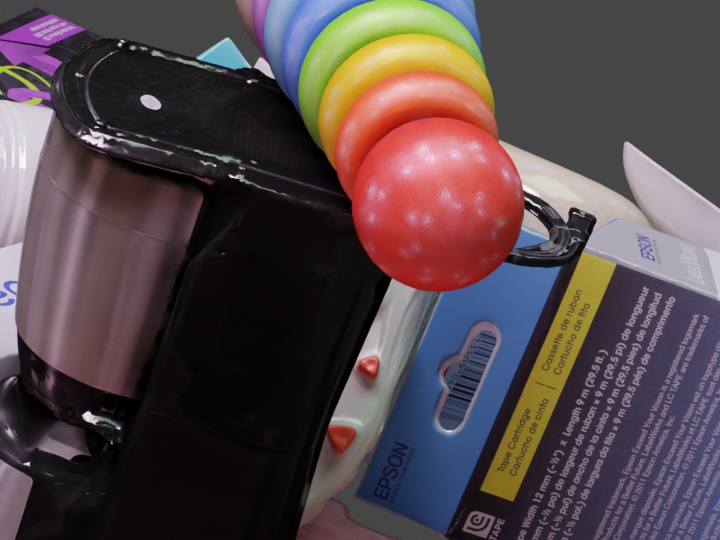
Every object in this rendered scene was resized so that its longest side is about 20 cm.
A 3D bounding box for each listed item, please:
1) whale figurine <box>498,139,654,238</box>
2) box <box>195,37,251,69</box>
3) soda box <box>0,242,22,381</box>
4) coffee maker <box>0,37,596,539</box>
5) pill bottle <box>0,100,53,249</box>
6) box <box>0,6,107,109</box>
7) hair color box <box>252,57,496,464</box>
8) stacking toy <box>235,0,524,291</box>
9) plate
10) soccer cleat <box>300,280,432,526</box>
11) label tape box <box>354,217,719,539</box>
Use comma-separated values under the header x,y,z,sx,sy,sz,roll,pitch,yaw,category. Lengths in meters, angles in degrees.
x,y,z,sx,sy,sz,roll,pitch,yaw,category
0.096,0.010,1.398,0.159,0.104,0.200,26,-4,40,whale figurine
-0.071,-0.032,1.178,0.082,0.049,0.200,54,-16,-3,box
-0.156,0.040,1.117,0.068,0.064,0.200,27,23,22,soda box
-0.047,0.044,1.014,0.192,0.201,0.135,25,23,16,coffee maker
-0.229,-0.044,1.193,0.199,0.111,0.111,8,24,-27,pill bottle
-0.115,-0.074,1.472,0.199,0.036,0.143,25,22,9,box
0.000,0.000,1.275,0.064,0.111,0.200,18,17,-45,hair color box
0.014,-0.060,0.942,0.085,0.086,0.200,12,27,-19,stacking toy
0.229,0.031,1.430,0.200,0.032,0.200,42,3,40,plate
-0.009,0.031,1.156,0.069,0.200,0.078,26,-16,9,soccer cleat
0.115,0.059,1.186,0.199,0.144,0.066,20,21,-5,label tape box
